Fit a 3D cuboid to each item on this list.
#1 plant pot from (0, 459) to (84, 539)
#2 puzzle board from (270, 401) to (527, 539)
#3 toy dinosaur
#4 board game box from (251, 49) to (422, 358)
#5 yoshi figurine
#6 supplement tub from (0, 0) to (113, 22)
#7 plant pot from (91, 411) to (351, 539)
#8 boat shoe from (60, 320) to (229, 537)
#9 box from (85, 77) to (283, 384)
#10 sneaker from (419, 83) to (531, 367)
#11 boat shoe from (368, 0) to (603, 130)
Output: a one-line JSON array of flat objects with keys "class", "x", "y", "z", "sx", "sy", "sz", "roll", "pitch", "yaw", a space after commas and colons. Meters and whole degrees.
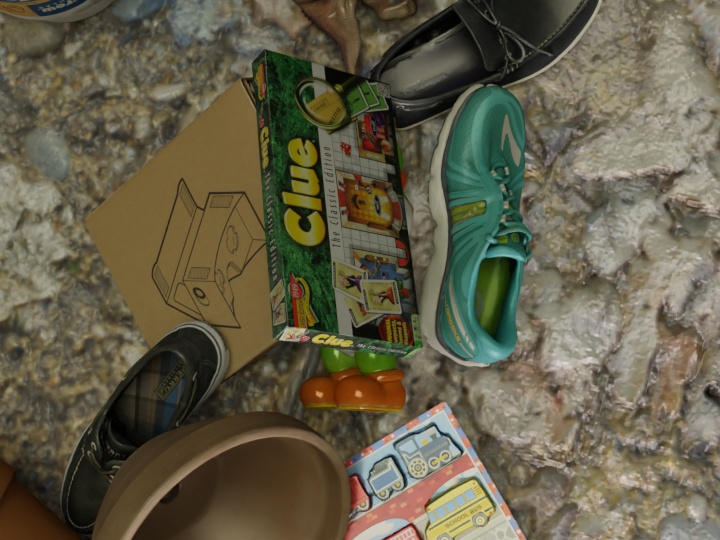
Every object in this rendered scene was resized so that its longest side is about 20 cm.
[{"class": "plant pot", "x": -0.262, "y": 0.240, "z": 0.842, "sx": 0.139, "sy": 0.200, "sz": 0.201, "roll": 30, "pitch": 89, "yaw": -9}, {"class": "puzzle board", "x": 0.016, "y": 0.212, "z": 0.895, "sx": 0.199, "sy": 0.017, "sz": 0.151, "roll": -31, "pitch": 83, "yaw": 3}, {"class": "toy dinosaur", "x": -0.031, "y": -0.244, "z": 0.904, "sx": 0.134, "sy": 0.086, "sz": 0.202, "roll": 1, "pitch": 102, "yaw": 16}, {"class": "board game box", "x": -0.016, "y": -0.045, "z": 0.798, "sx": 0.104, "sy": 0.023, "sz": 0.202, "roll": 8, "pitch": 62, "yaw": -31}, {"class": "yoshi figurine", "x": -0.015, "y": -0.001, "z": 0.870, "sx": 0.111, "sy": 0.112, "sz": 0.202, "roll": 2, "pitch": 83, "yaw": 12}, {"class": "supplement tub", "x": -0.243, "y": -0.263, "z": 0.862, "sx": 0.143, "sy": 0.200, "sz": 0.146, "roll": 0, "pitch": 86, "yaw": 6}, {"class": "plant pot", "x": -0.110, "y": 0.173, "z": 0.832, "sx": 0.093, "sy": 0.201, "sz": 0.202, "roll": 35, "pitch": 90, "yaw": 42}, {"class": "boat shoe", "x": -0.167, "y": 0.118, "z": 0.874, "sx": 0.068, "sy": 0.057, "sz": 0.201, "roll": 38, "pitch": 110, "yaw": 9}, {"class": "box", "x": -0.102, "y": -0.014, "z": 0.866, "sx": 0.200, "sy": 0.021, "sz": 0.164, "roll": -34, "pitch": 81, "yaw": 37}, {"class": "sneaker", "x": 0.095, "y": -0.032, "z": 0.865, "sx": 0.077, "sy": 0.079, "sz": 0.202, "roll": 3, "pitch": 91, "yaw": -27}, {"class": "boat shoe", "x": 0.092, "y": -0.169, "z": 0.892, "sx": 0.199, "sy": 0.062, "sz": 0.075, "roll": -29, "pitch": 82, "yaw": 2}]
